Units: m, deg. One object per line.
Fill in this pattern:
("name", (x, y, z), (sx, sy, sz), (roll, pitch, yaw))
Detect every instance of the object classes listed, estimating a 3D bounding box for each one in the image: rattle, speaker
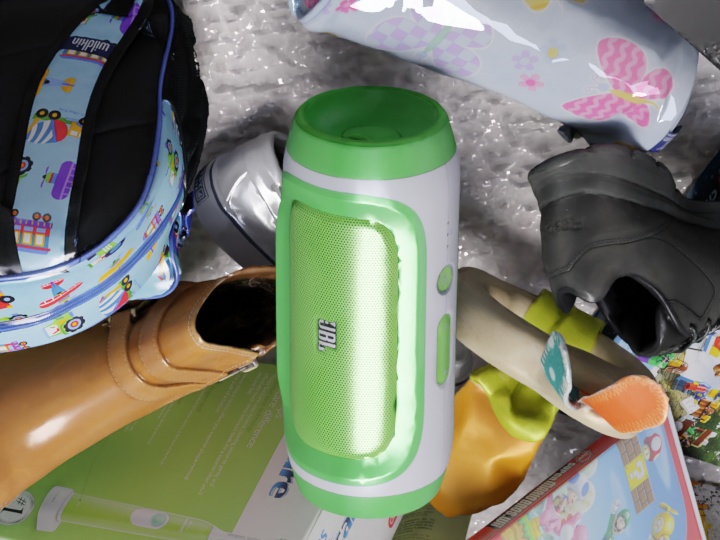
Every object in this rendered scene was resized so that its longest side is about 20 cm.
("rattle", (0.081, 0.083, 1.257), (0.143, 0.200, 0.130), (-46, 114, 5))
("speaker", (0.004, 0.016, 1.214), (0.088, 0.089, 0.201), (0, 116, 0))

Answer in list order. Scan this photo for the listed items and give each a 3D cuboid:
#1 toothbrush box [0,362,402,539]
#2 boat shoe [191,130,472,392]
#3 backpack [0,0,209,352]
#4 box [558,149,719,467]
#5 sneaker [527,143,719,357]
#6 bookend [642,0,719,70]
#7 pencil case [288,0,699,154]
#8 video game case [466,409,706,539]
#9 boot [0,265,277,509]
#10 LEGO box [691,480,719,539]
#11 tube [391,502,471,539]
("toothbrush box", (-0.090, 0.127, 1.353), (0.199, 0.146, 0.086), (6, 138, 27))
("boat shoe", (0.000, 0.000, 1.325), (0.065, 0.074, 0.200), (-32, 127, 32))
("backpack", (-0.166, -0.037, 1.202), (0.181, 0.201, 0.135), (-5, 134, 4))
("box", (0.214, 0.024, 1.371), (0.136, 0.038, 0.200), (19, 131, -17))
("sneaker", (0.165, 0.005, 1.246), (0.199, 0.091, 0.076), (15, 155, -29))
("bookend", (0.262, -0.155, 1.163), (0.200, 0.092, 0.198), (-36, 125, 28))
("pencil case", (0.067, -0.123, 1.201), (0.199, 0.083, 0.091), (22, 144, -20))
("video game case", (0.117, 0.181, 1.360), (0.017, 0.200, 0.144), (10, 126, 49))
("boot", (-0.127, 0.059, 1.261), (0.155, 0.200, 0.077), (-18, 96, 44))
("LEGO box", (0.173, 0.219, 1.531), (0.148, 0.077, 0.201), (12, 133, -11))
("tube", (0.032, 0.161, 1.397), (0.058, 0.200, 0.052), (9, 121, 6))
